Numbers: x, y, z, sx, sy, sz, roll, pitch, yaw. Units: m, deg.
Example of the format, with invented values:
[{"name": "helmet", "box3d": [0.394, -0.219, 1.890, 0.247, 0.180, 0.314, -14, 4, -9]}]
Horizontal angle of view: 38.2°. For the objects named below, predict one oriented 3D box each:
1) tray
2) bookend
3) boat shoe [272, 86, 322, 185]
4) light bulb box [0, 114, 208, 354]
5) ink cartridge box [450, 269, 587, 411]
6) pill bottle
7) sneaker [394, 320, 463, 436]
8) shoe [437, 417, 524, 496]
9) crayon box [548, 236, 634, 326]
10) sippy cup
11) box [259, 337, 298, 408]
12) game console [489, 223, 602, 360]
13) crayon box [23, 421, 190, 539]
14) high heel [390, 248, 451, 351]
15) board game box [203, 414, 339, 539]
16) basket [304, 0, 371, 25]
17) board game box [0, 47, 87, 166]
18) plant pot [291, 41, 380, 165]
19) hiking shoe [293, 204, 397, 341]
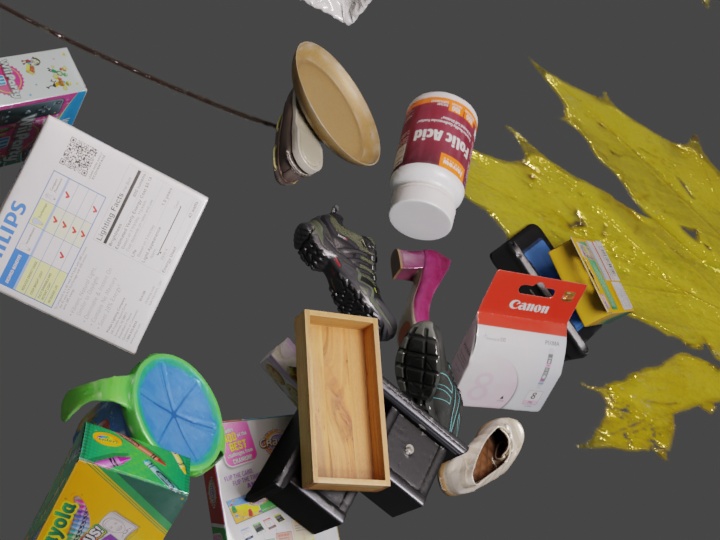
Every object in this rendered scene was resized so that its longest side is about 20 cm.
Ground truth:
[{"name": "tray", "box3d": [-0.023, 0.151, 1.204, 0.097, 0.037, 0.203, 8, 64, -27]}, {"name": "bookend", "box3d": [-0.001, 0.243, 1.255, 0.198, 0.092, 0.201, 40, 54, -10]}, {"name": "boat shoe", "box3d": [-0.089, -0.198, 1.470, 0.072, 0.059, 0.202, 41, 32, -33]}, {"name": "light bulb box", "box3d": [-0.310, -0.041, 1.188, 0.198, 0.125, 0.201, 28, 84, -17]}, {"name": "ink cartridge box", "box3d": [0.220, 0.104, 1.445, 0.160, 0.202, 0.057, 8, 35, -27]}, {"name": "pill bottle", "box3d": [0.106, -0.155, 1.541, 0.113, 0.114, 0.202, 25, 57, -18]}, {"name": "sneaker", "box3d": [0.095, 0.161, 1.389, 0.079, 0.075, 0.204, -18, 112, -47]}, {"name": "shoe", "box3d": [0.179, 0.252, 1.416, 0.199, 0.053, 0.071, -25, 90, -50]}, {"name": "crayon box", "box3d": [0.352, 0.017, 1.592, 0.199, 0.051, 0.127, 3, 61, -65]}, {"name": "sippy cup", "box3d": [-0.243, 0.180, 1.152, 0.179, 0.129, 0.140, 56, 27, -10]}, {"name": "box", "box3d": [-0.048, 0.177, 1.341, 0.201, 0.041, 0.039, 50, 54, -3]}, {"name": "game console", "box3d": [0.300, 0.024, 1.580, 0.116, 0.176, 0.201, -34, 87, -9]}, {"name": "crayon box", "box3d": [-0.268, 0.261, 1.071, 0.117, 0.201, 0.059, 23, 27, -19]}, {"name": "high heel", "box3d": [0.099, 0.061, 1.471, 0.094, 0.068, 0.203, 6, 54, -23]}, {"name": "board game box", "box3d": [-0.108, 0.280, 1.256, 0.151, 0.040, 0.203, 0, 68, -31]}, {"name": "basket", "box3d": [-0.042, -0.525, 1.578, 0.198, 0.198, 0.163, 24, 53, -19]}, {"name": "board game box", "box3d": [-0.435, -0.177, 1.205, 0.198, 0.147, 0.065, -21, 77, -36]}, {"name": "plant pot", "box3d": [-0.039, -0.235, 1.501, 0.200, 0.027, 0.202, 46, 29, -33]}, {"name": "hiking shoe", "box3d": [0.000, 0.000, 1.430, 0.100, 0.076, 0.201, -34, 87, -34]}]
